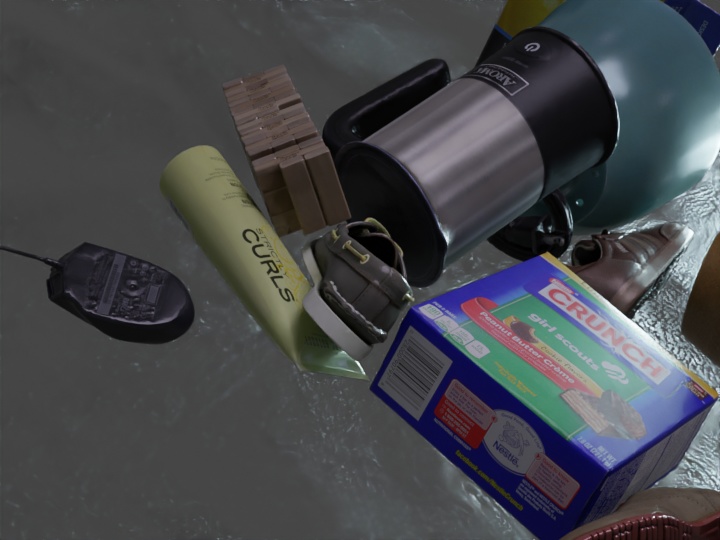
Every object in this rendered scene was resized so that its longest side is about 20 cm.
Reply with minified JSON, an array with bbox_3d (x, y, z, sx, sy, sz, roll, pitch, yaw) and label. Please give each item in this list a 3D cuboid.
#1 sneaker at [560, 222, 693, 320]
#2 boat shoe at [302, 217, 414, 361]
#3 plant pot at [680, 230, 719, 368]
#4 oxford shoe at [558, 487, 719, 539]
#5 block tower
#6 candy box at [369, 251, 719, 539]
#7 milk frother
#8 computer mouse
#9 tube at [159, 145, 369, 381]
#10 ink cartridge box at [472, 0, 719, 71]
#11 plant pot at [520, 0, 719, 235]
[{"bbox_3d":[0.219,-0.011,1.313,0.075,0.071,0.200,34,27,13],"label":"sneaker"},{"bbox_3d":[0.002,0.002,1.049,0.072,0.060,0.202,43,9,-10],"label":"boat shoe"},{"bbox_3d":[0.369,0.044,1.271,0.198,0.188,0.186,23,25,18],"label":"plant pot"},{"bbox_3d":[0.178,0.176,0.988,0.198,0.071,0.074,2,11,-39],"label":"oxford shoe"},{"bbox_3d":[-0.058,-0.091,1.145,0.053,0.058,0.200,-20,26,-4],"label":"block tower"},{"bbox_3d":[0.130,0.082,1.065,0.169,0.078,0.199,40,28,20],"label":"candy box"},{"bbox_3d":[0.083,-0.052,1.185,0.187,0.202,0.180,-33,25,-26],"label":"milk frother"},{"bbox_3d":[-0.196,0.002,0.951,0.198,0.034,0.059,20,45,-6],"label":"computer mouse"},{"bbox_3d":[-0.067,-0.001,1.054,0.058,0.052,0.201,-22,57,-23],"label":"tube"},{"bbox_3d":[0.220,-0.206,1.502,0.200,0.199,0.047,40,32,22],"label":"ink cartridge box"},{"bbox_3d":[0.191,-0.122,1.350,0.200,0.202,0.161,37,40,16],"label":"plant pot"}]
